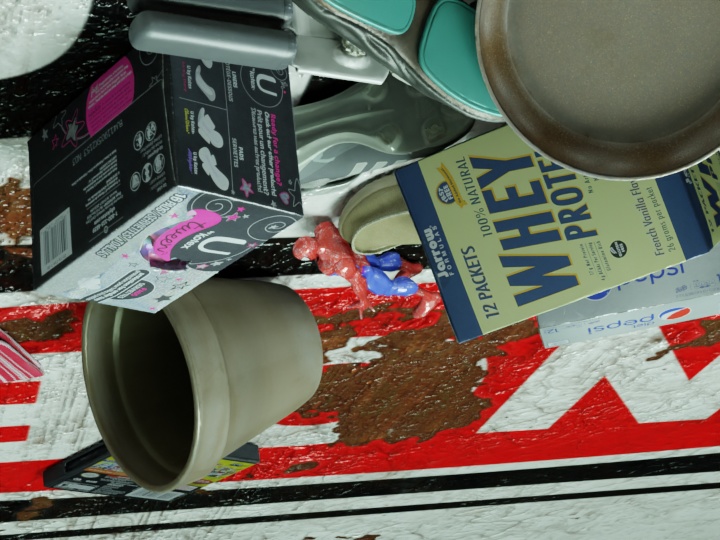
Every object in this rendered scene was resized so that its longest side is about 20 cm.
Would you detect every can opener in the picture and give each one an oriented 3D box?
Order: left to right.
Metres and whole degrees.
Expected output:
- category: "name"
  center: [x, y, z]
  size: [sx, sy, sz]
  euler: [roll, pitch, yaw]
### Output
- category: "can opener"
  center: [-0.067, -0.156, 1.195]
  size: [0.198, 0.053, 0.066]
  euler: [6, 155, -32]

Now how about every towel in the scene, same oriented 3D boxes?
- category: "towel"
  center: [-0.429, 0.101, 1.736]
  size: [0.198, 0.023, 0.145]
  euler: [-11, 159, 6]

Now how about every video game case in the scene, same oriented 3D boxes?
- category: "video game case"
  center: [-0.253, 0.238, 2.136]
  size: [0.199, 0.026, 0.180]
  euler: [14, 149, -43]

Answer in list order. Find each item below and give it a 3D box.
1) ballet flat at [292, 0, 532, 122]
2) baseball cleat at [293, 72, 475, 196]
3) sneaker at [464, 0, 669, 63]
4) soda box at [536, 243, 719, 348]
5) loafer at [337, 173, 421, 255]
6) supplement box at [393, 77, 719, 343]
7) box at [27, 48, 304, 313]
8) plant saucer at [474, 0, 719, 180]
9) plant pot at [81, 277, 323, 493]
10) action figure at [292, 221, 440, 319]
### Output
- category: "ballet flat"
  center: [0.028, -0.163, 1.172]
  size: [0.199, 0.068, 0.068]
  euler: [32, 168, -29]
- category: "baseball cleat"
  center: [0.004, -0.105, 1.351]
  size: [0.198, 0.071, 0.106]
  euler: [-7, 168, 21]
- category: "sneaker"
  center: [0.126, -0.161, 1.216]
  size: [0.199, 0.083, 0.078]
  euler: [-20, 156, 28]
- category: "soda box"
  center: [0.269, 0.018, 1.732]
  size: [0.198, 0.069, 0.064]
  euler: [-12, 157, 7]
- category: "loafer"
  center: [0.065, -0.050, 1.486]
  size: [0.199, 0.068, 0.076]
  euler: [-24, 154, 33]
- category: "supplement box"
  center: [0.160, -0.056, 1.309]
  size: [0.198, 0.135, 0.200]
  euler: [-21, -179, 21]
- category: "box"
  center: [-0.144, -0.066, 1.279]
  size: [0.114, 0.133, 0.199]
  euler: [11, 152, -37]
- category: "plant saucer"
  center: [0.174, -0.160, 1.148]
  size: [0.198, 0.202, 0.032]
  euler: [-13, -164, 11]
- category: "plant pot"
  center: [-0.135, 0.087, 1.621]
  size: [0.172, 0.202, 0.200]
  euler: [-12, 164, -37]
- category: "action figure"
  center: [0.000, 0.000, 1.592]
  size: [0.052, 0.066, 0.200]
  euler: [-35, 150, 18]
